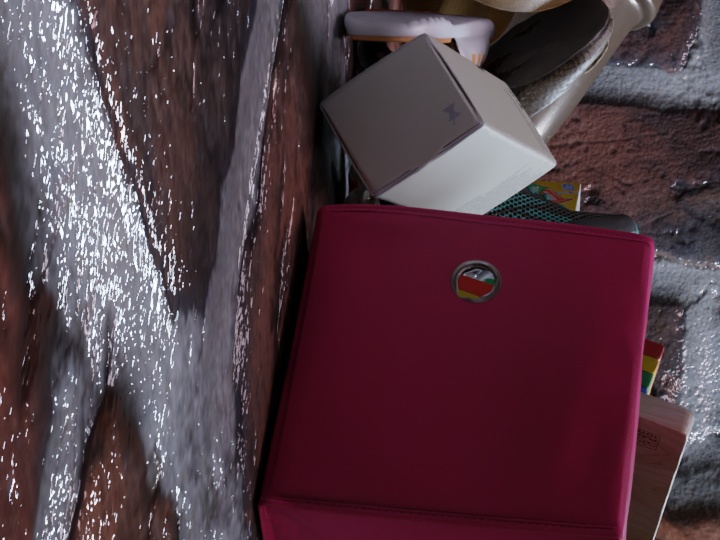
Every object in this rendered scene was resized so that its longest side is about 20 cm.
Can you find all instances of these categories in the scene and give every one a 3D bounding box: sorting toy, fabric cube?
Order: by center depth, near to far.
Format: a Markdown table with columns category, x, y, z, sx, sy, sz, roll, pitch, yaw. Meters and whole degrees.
| category | x | y | z | sx | sy | sz | roll | pitch | yaw |
| --- | --- | --- | --- | --- | --- | --- | --- | --- | --- |
| fabric cube | 0.057 | 0.106 | 1.408 | 0.200 | 0.196 | 0.200 | 87 | 12 | -53 |
| sorting toy | 0.114 | 0.096 | 1.638 | 0.199 | 0.200 | 0.070 | 96 | 16 | -57 |

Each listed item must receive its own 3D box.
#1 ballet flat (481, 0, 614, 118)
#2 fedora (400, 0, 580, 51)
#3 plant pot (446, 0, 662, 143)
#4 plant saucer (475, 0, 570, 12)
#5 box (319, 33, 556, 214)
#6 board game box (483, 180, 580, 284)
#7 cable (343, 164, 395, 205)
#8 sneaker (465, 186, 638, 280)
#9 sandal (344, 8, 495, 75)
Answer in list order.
| category | x | y | z | sx | sy | sz | roll | pitch | yaw |
| --- | --- | --- | --- | --- | --- | --- | --- | --- | --- |
| ballet flat | 0.088 | -0.104 | 1.633 | 0.046 | 0.200 | 0.067 | 45 | 10 | -34 |
| fedora | 0.073 | -0.220 | 1.688 | 0.201 | 0.082 | 0.201 | 20 | -66 | 58 |
| plant pot | 0.118 | -0.191 | 1.927 | 0.200 | 0.200 | 0.175 | 66 | 47 | -76 |
| plant saucer | 0.096 | -0.264 | 1.574 | 0.035 | 0.200 | 0.201 | -23 | -125 | 54 |
| box | 0.050 | -0.081 | 1.504 | 0.068 | 0.082 | 0.200 | 59 | 11 | 13 |
| board game box | 0.102 | -0.030 | 1.965 | 0.200 | 0.134 | 0.034 | -68 | 161 | -71 |
| cable | 0.000 | 0.000 | 1.609 | 0.200 | 0.050 | 0.097 | 105 | -18 | -47 |
| sneaker | 0.107 | -0.040 | 1.816 | 0.078 | 0.200 | 0.091 | 139 | -54 | -66 |
| sandal | 0.030 | -0.133 | 1.572 | 0.207 | 0.079 | 0.059 | -21 | 116 | -73 |
